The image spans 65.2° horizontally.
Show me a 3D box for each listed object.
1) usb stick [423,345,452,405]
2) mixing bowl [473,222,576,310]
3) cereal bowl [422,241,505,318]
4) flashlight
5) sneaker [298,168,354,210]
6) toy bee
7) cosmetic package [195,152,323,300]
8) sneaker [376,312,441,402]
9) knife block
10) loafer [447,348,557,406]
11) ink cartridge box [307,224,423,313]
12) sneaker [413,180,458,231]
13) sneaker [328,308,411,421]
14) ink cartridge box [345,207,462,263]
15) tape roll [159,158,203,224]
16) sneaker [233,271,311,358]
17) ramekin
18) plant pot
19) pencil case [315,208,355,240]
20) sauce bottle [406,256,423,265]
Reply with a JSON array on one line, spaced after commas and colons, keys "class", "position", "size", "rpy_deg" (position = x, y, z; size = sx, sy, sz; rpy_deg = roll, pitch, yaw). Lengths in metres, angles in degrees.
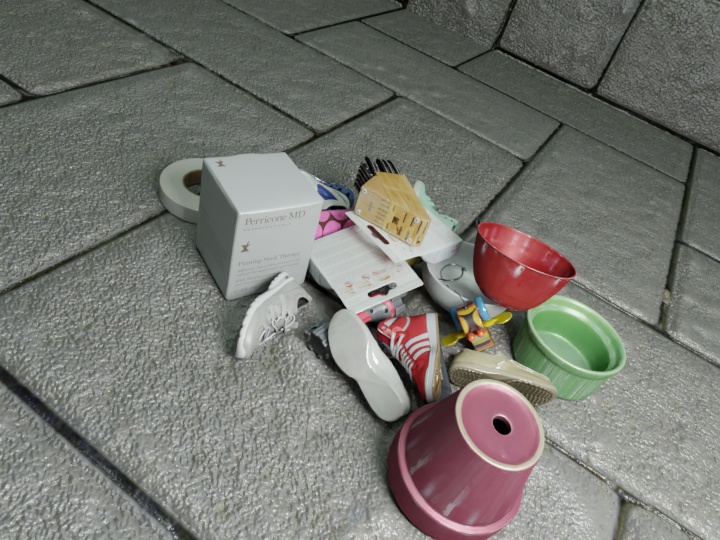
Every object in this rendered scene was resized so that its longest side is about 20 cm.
[{"class": "usb stick", "position": [0.129, 0.180, 0.997], "size": [0.055, 0.033, 0.201], "rpy_deg": [8, 40, -13]}, {"class": "mixing bowl", "position": [0.288, 0.003, 1.062], "size": [0.198, 0.109, 0.201], "rpy_deg": [19, 25, -9]}, {"class": "cereal bowl", "position": [0.217, 0.030, 1.168], "size": [0.198, 0.084, 0.201], "rpy_deg": [12, 40, -10]}, {"class": "flashlight", "position": [-0.004, 0.095, 1.019], "size": [0.067, 0.069, 0.199], "rpy_deg": [-7, 18, 47]}, {"class": "sneaker", "position": [-0.105, -0.153, 1.248], "size": [0.197, 0.081, 0.116], "rpy_deg": [12, 37, -12]}, {"class": "toy bee", "position": [0.196, 0.099, 1.017], "size": [0.199, 0.131, 0.109], "rpy_deg": [32, 30, -31]}, {"class": "cosmetic package", "position": [-0.192, -0.085, 1.036], "size": [0.166, 0.201, 0.167], "rpy_deg": [-13, 49, -32]}, {"class": "sneaker", "position": [0.080, 0.146, 0.956], "size": [0.111, 0.072, 0.201], "rpy_deg": [-3, 31, 8]}, {"class": "knife block", "position": [0.071, -0.151, 1.130], "size": [0.199, 0.064, 0.176], "rpy_deg": [30, 39, 12]}, {"class": "loafer", "position": [0.256, 0.185, 1.011], "size": [0.198, 0.076, 0.069], "rpy_deg": [17, 44, -3]}, {"class": "ink cartridge box", "position": [0.000, 0.000, 1.072], "size": [0.159, 0.048, 0.200], "rpy_deg": [-22, 52, -22]}, {"class": "sneaker", "position": [0.171, -0.131, 1.342], "size": [0.117, 0.074, 0.202], "rpy_deg": [9, 49, -3]}, {"class": "sneaker", "position": [0.018, 0.156, 0.942], "size": [0.201, 0.075, 0.088], "rpy_deg": [59, 20, 16]}, {"class": "ink cartridge box", "position": [0.084, -0.072, 1.130], "size": [0.199, 0.057, 0.163], "rpy_deg": [-21, 54, -36]}, {"class": "tape roll", "position": [-0.329, -0.173, 1.211], "size": [0.200, 0.037, 0.204], "rpy_deg": [11, 40, -10]}, {"class": "sneaker", "position": [-0.146, 0.080, 0.964], "size": [0.081, 0.075, 0.201], "rpy_deg": [30, 43, 2]}, {"class": "ramekin", "position": [0.395, 0.151, 1.091], "size": [0.198, 0.098, 0.201], "rpy_deg": [12, 39, -10]}, {"class": "plant pot", "position": [0.156, 0.253, 0.789], "size": [0.198, 0.180, 0.201], "rpy_deg": [11, 46, -11]}, {"class": "pencil case", "position": [-0.059, -0.078, 1.176], "size": [0.198, 0.091, 0.095], "rpy_deg": [-10, 79, -33]}, {"class": "sauce bottle", "position": [0.041, -0.033, 1.179], "size": [0.198, 0.066, 0.066], "rpy_deg": [-8, 46, -23]}]
